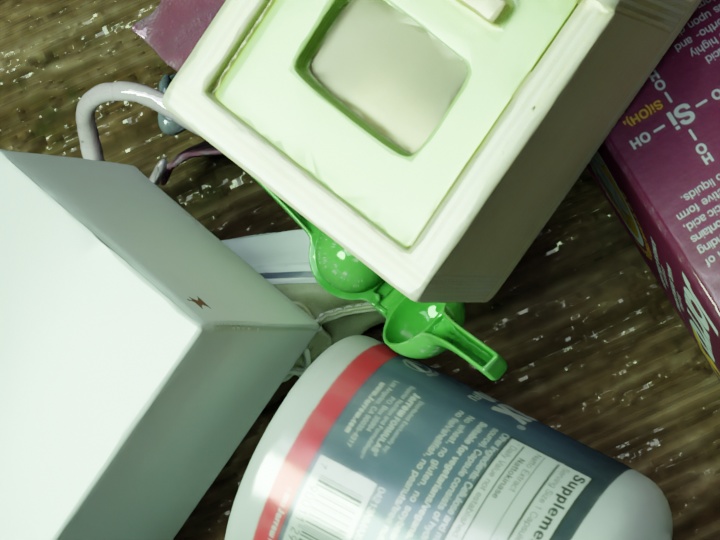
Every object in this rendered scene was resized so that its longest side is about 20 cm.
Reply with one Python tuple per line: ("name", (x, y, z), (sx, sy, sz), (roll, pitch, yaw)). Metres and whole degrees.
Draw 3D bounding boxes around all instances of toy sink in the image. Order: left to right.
("toy sink", (0.041, -0.105, 1.131), (0.130, 0.112, 0.200), (39, 101, 15))

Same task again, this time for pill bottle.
("pill bottle", (0.057, 0.119, 1.193), (0.199, 0.120, 0.120), (27, 78, 16))

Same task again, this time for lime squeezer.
("lime squeezer", (0.000, 0.000, 1.194), (0.200, 0.071, 0.038), (42, 103, 36))

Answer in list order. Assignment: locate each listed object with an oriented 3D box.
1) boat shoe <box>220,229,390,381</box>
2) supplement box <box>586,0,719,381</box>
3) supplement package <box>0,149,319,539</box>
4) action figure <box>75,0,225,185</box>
("boat shoe", (-0.038, 0.017, 1.279), (0.199, 0.072, 0.062), (-6, 86, 17))
("supplement box", (0.159, -0.038, 1.222), (0.103, 0.131, 0.200), (-30, 68, -1))
("supplement package", (-0.132, 0.066, 1.213), (0.117, 0.117, 0.200), (40, 104, 20))
("action figure", (-0.013, -0.071, 1.248), (0.149, 0.134, 0.200), (-37, 51, -21))
